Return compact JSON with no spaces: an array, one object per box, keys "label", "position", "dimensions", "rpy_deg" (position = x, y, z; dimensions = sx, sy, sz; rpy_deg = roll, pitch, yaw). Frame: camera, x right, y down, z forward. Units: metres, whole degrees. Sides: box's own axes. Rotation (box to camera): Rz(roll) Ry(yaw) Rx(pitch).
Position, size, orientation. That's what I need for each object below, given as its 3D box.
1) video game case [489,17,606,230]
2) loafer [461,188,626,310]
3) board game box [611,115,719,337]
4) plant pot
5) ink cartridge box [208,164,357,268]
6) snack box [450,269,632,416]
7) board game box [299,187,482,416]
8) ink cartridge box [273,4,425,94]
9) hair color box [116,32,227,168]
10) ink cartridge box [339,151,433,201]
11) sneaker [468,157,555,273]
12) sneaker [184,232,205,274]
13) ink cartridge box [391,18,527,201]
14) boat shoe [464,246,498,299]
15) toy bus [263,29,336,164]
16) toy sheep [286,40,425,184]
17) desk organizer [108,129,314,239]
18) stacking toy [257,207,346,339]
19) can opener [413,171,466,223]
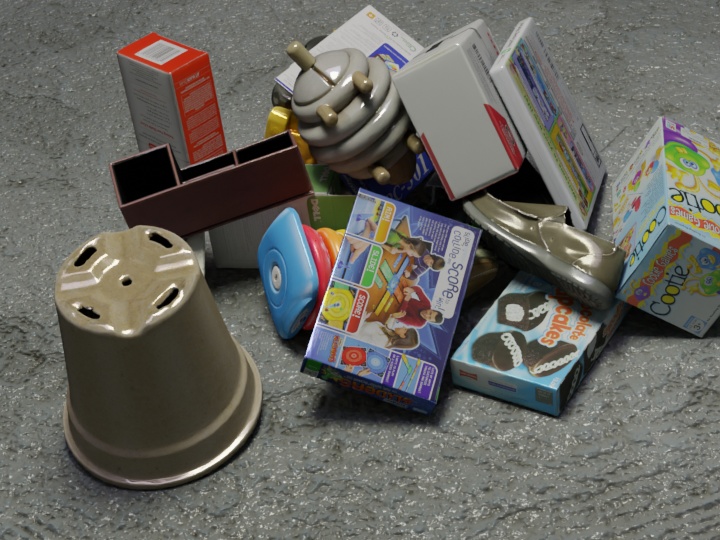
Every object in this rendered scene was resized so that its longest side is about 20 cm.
[{"label":"video game case","position":[0.208,-0.161,1.641],"dimensions":[0.022,0.201,0.182],"rpy_deg":[-22,17,25]},{"label":"loafer","position":[0.187,-0.032,1.511],"dimensions":[0.199,0.075,0.070],"rpy_deg":[34,81,32]},{"label":"board game box","position":[0.326,-0.047,1.527],"dimensions":[0.102,0.105,0.201],"rpy_deg":[24,36,-9]},{"label":"plant pot","position":[-0.203,0.068,1.402],"dimensions":[0.198,0.185,0.202],"rpy_deg":[-4,46,4]},{"label":"ink cartridge box","position":[-0.069,-0.059,1.648],"dimensions":[0.198,0.105,0.060],"rpy_deg":[1,37,13]},{"label":"snack box","position":[0.186,0.057,1.495],"dimensions":[0.115,0.037,0.200],"rpy_deg":[15,41,27]},{"label":"board game box","position":[0.033,0.028,1.469],"dimensions":[0.134,0.035,0.202],"rpy_deg":[19,60,-1]},{"label":"ink cartridge box","position":[-0.012,-0.228,1.730],"dimensions":[0.094,0.037,0.200],"rpy_deg":[39,47,8]},{"label":"hair color box","position":[-0.211,-0.164,1.738],"dimensions":[0.101,0.202,0.061],"rpy_deg":[25,46,38]},{"label":"ink cartridge box","position":[0.056,-0.158,1.716],"dimensions":[0.200,0.094,0.044],"rpy_deg":[-46,22,-29]},{"label":"sneaker","position":[0.158,-0.071,1.659],"dimensions":[0.103,0.061,0.200],"rpy_deg":[-17,40,-21]},{"label":"sneaker","position":[-0.222,0.002,1.616],"dimensions":[0.110,0.077,0.201],"rpy_deg":[0,42,-6]},{"label":"ink cartridge box","position":[0.115,-0.175,1.599],"dimensions":[0.083,0.145,0.200],"rpy_deg":[-24,10,18]},{"label":"boat shoe","position":[0.065,0.041,1.529],"dimensions":[0.198,0.072,0.076],"rpy_deg":[-24,64,-22]},{"label":"toy bus","position":[-0.004,-0.167,1.784],"dimensions":[0.190,0.137,0.200],"rpy_deg":[23,45,13]},{"label":"toy sheep","position":[-0.007,-0.166,1.572],"dimensions":[0.137,0.200,0.138],"rpy_deg":[-28,30,18]},{"label":"desk organizer","position":[-0.157,-0.097,1.573],"dimensions":[0.198,0.077,0.072],"rpy_deg":[-19,53,-2]},{"label":"stacking toy","position":[0.000,0.000,1.575],"dimensions":[0.198,0.116,0.111],"rpy_deg":[-5,60,-27]},{"label":"can opener","position":[0.102,-0.080,1.691],"dimensions":[0.066,0.053,0.201],"rpy_deg":[7,36,18]}]
